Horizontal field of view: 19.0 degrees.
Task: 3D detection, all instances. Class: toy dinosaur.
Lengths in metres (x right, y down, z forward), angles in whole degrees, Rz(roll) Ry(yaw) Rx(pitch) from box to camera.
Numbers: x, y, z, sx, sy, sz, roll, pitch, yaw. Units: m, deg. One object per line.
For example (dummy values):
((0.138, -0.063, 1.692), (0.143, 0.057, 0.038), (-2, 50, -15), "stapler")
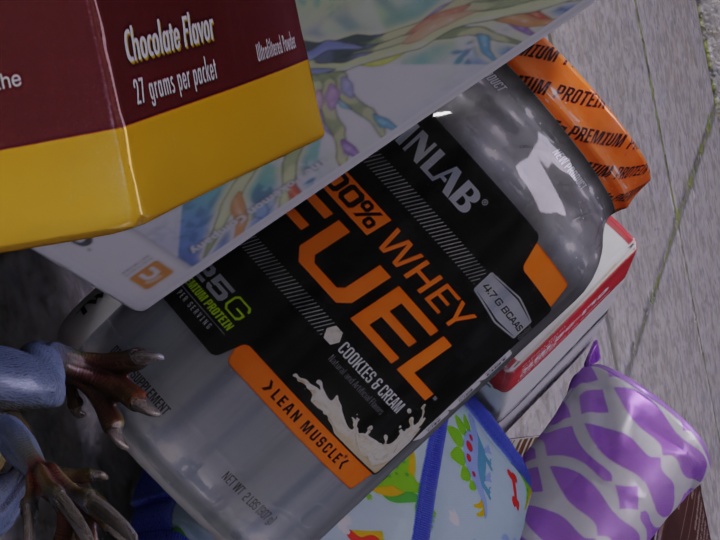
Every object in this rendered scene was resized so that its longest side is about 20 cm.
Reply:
((-0.143, 0.068, 0.648), (0.181, 0.200, 0.105), (3, 117, -51), "toy dinosaur")

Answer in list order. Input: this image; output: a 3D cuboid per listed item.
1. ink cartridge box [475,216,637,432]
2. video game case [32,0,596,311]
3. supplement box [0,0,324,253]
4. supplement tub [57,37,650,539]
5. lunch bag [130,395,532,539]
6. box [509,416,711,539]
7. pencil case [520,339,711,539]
((0.041, -0.008, 1.004), (0.144, 0.084, 0.200), (44, -9, 10), "ink cartridge box")
((-0.040, -0.075, 0.629), (0.182, 0.200, 0.022), (36, 24, -55), "video game case")
((-0.134, -0.103, 0.488), (0.133, 0.196, 0.201), (-36, 116, -71), "supplement box")
((0.000, 0.000, 0.772), (0.123, 0.200, 0.123), (46, -1, 1), "supplement tub")
((-0.018, 0.107, 0.915), (0.200, 0.127, 0.171), (50, 36, -33), "lunch bag")
((0.112, 0.210, 1.192), (0.164, 0.165, 0.201), (-57, 136, -66), "box")
((0.081, 0.136, 1.041), (0.200, 0.085, 0.084), (-46, 156, -13), "pencil case")
